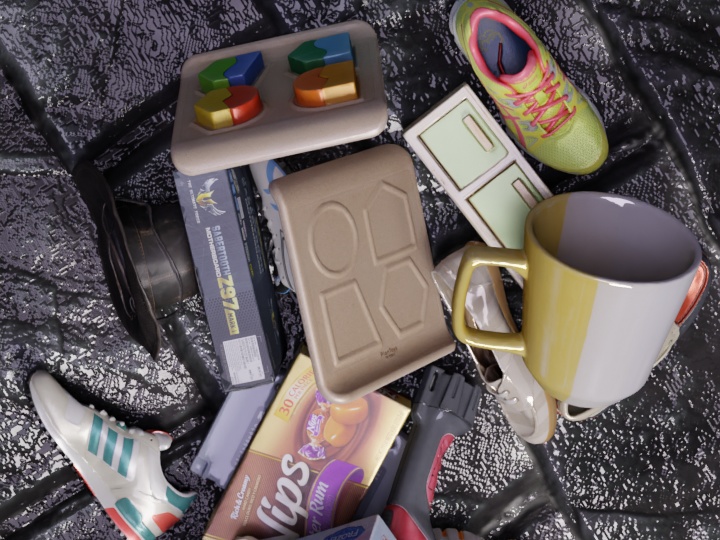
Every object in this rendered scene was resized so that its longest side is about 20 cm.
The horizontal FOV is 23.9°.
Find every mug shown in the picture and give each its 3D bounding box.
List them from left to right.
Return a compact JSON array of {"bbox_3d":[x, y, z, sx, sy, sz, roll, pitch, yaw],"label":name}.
[{"bbox_3d":[0.188,0.027,1.472,0.186,0.149,0.153,21,125,20],"label":"mug"}]

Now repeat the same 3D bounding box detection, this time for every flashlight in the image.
[{"bbox_3d":[0.062,0.194,1.550,0.068,0.068,0.200,16,69,14],"label":"flashlight"}]

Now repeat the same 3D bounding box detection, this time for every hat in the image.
[{"bbox_3d":[-0.186,-0.021,1.510,0.081,0.201,0.201,-21,98,-15],"label":"hat"}]

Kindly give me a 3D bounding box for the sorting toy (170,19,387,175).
[{"bbox_3d":[-0.073,-0.160,1.478,0.185,0.200,0.037,-12,122,3],"label":"sorting toy"}]

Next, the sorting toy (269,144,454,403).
[{"bbox_3d":[0.000,0.000,1.512,0.036,0.185,0.200,-11,97,41],"label":"sorting toy"}]

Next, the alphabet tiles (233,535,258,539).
[{"bbox_3d":[-0.095,0.327,1.584,0.200,0.015,0.196,29,131,-3],"label":"alphabet tiles"}]

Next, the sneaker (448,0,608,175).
[{"bbox_3d":[0.150,-0.162,1.519,0.078,0.090,0.200,-41,97,5],"label":"sneaker"}]

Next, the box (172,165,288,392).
[{"bbox_3d":[-0.113,-0.005,1.516,0.051,0.158,0.200,-11,97,3],"label":"box"}]

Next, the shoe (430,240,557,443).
[{"bbox_3d":[0.120,0.073,1.556,0.053,0.070,0.200,-27,100,-28],"label":"shoe"}]

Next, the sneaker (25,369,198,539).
[{"bbox_3d":[-0.232,0.163,1.599,0.093,0.070,0.200,-36,94,-11],"label":"sneaker"}]

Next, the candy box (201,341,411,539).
[{"bbox_3d":[-0.050,0.181,1.559,0.117,0.056,0.200,28,97,-3],"label":"candy box"}]

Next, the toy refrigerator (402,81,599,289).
[{"bbox_3d":[0.128,-0.069,1.544,0.076,0.070,0.200,-37,95,7],"label":"toy refrigerator"}]

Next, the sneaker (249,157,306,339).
[{"bbox_3d":[-0.060,-0.025,1.555,0.072,0.072,0.200,-26,95,1],"label":"sneaker"}]

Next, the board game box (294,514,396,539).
[{"bbox_3d":[-0.018,0.324,1.516,0.199,0.041,0.200,-22,115,29],"label":"board game box"}]

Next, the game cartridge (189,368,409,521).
[{"bbox_3d":[-0.044,0.174,1.603,0.200,0.040,0.134,27,102,-3],"label":"game cartridge"}]

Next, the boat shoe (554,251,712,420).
[{"bbox_3d":[0.251,0.060,1.563,0.071,0.063,0.200,43,96,-3],"label":"boat shoe"}]

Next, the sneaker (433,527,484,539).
[{"bbox_3d":[0.038,0.311,1.604,0.200,0.078,0.077,-30,102,14],"label":"sneaker"}]
